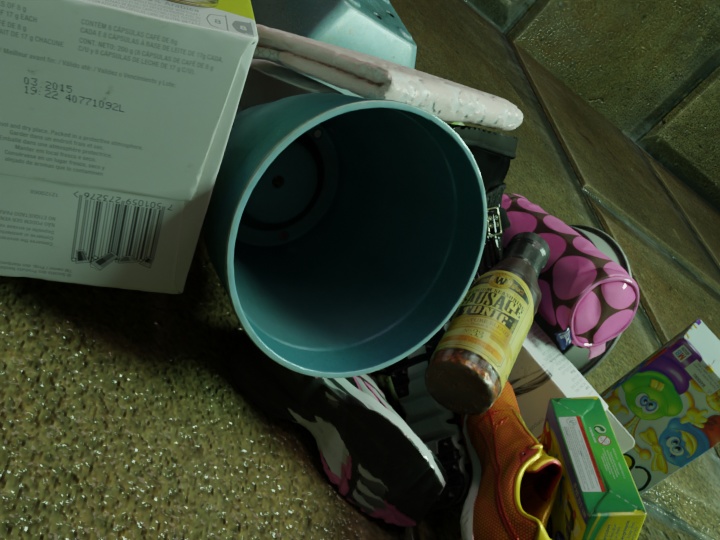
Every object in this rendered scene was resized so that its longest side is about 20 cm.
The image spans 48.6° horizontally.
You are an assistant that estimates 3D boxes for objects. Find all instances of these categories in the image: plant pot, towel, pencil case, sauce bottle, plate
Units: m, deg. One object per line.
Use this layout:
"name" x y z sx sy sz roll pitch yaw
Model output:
"plant pot" -0.038 -0.050 0.620 0.200 0.200 0.188 23 9 -34
"towel" 0.020 -0.171 0.713 0.191 0.032 0.200 29 21 36
"pencil case" 0.192 0.000 0.825 0.200 0.091 0.094 -124 -163 -52
"sauce bottle" 0.119 0.037 0.701 0.066 0.066 0.200 40 46 -7
"plant pot" -0.051 -0.245 0.943 0.196 0.200 0.196 18 36 -39
"plate" -0.043 -0.131 0.791 0.200 0.032 0.200 32 -19 37

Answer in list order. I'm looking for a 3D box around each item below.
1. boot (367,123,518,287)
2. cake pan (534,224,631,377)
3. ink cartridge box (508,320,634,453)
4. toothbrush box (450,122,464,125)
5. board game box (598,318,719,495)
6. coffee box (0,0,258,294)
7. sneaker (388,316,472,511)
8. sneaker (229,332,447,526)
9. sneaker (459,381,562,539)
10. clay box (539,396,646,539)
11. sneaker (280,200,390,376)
"boot" 0.079 -0.057 0.749 0.079 0.158 0.211 15 10 42
"cake pan" 0.203 0.034 0.888 0.037 0.200 0.200 27 31 -35
"ink cartridge box" 0.155 0.129 0.783 0.200 0.116 0.067 51 27 15
"toothbrush box" 0.076 -0.089 0.954 0.086 0.146 0.200 45 26 3
"board game box" 0.312 0.159 0.859 0.103 0.200 0.105 51 29 15
"coffee box" -0.197 -0.131 0.527 0.199 0.200 0.198 8 39 -21
"sneaker" 0.077 0.118 0.724 0.090 0.066 0.200 27 50 -49
"sneaker" -0.004 0.108 0.639 0.200 0.080 0.086 46 26 3
"sneaker" 0.124 0.153 0.634 0.073 0.077 0.200 51 23 -25
"clay box" 0.176 0.215 0.663 0.048 0.200 0.115 -1 37 -4
"sneaker" 0.000 0.000 0.755 0.200 0.116 0.076 45 27 4
